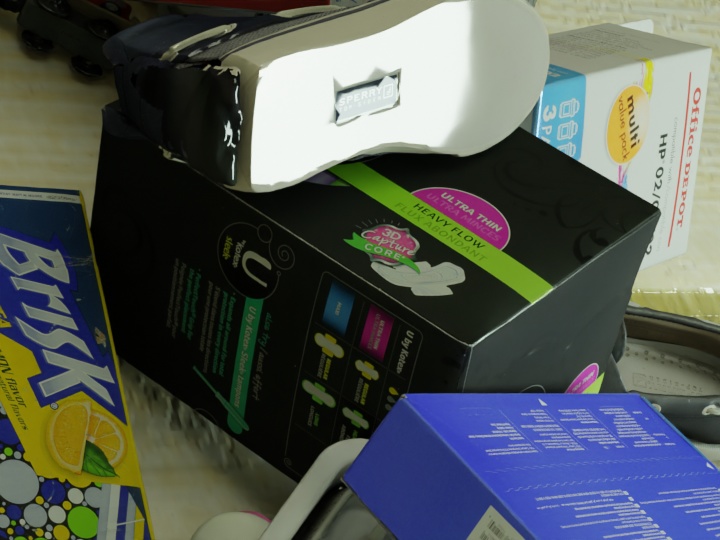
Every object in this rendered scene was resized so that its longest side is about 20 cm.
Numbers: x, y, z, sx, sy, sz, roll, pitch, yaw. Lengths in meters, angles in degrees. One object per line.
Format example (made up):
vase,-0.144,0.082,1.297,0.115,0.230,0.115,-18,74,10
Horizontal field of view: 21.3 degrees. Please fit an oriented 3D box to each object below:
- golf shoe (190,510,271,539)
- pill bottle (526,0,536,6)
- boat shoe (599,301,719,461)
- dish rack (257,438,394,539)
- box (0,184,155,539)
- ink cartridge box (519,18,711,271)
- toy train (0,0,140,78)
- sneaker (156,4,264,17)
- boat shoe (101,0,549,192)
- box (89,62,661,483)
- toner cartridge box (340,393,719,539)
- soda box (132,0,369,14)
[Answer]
golf shoe,-0.055,0.166,0.711,0.092,0.075,0.201,47,28,-41
pill bottle,0.035,-0.156,1.033,0.119,0.120,0.200,30,43,-4
boat shoe,0.118,0.045,0.949,0.199,0.060,0.074,17,51,-16
dish rack,0.035,0.168,0.696,0.200,0.044,0.172,37,40,1
box,-0.137,0.060,0.782,0.070,0.064,0.201,4,52,-28
ink cartridge box,0.116,-0.059,0.976,0.068,0.116,0.199,19,24,36
toy train,-0.139,-0.123,0.967,0.199,0.034,0.046,25,33,-9
sneaker,-0.110,-0.204,1.016,0.200,0.089,0.074,42,45,11
boat shoe,-0.014,-0.084,0.785,0.092,0.075,0.199,21,24,39
box,0.000,0.000,0.838,0.199,0.125,0.148,32,40,24
toner cartridge box,0.086,0.094,0.746,0.095,0.043,0.200,47,22,27
soda box,-0.061,-0.157,0.889,0.063,0.070,0.199,-10,16,-44
